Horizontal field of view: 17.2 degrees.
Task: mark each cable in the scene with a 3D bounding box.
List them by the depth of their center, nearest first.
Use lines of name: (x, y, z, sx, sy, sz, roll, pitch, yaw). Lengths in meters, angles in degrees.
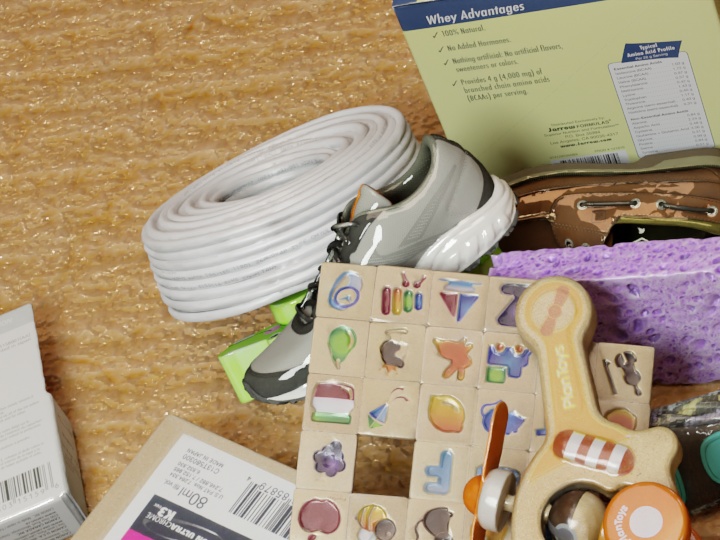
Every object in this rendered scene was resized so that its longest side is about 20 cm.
cable: (-0.046, -0.037, 1.549, 0.198, 0.070, 0.200, -19, 16, 13)

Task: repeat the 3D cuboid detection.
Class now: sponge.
sponge: (0.185, 0.026, 1.411, 0.198, 0.112, 0.030, -4, 51, 21)

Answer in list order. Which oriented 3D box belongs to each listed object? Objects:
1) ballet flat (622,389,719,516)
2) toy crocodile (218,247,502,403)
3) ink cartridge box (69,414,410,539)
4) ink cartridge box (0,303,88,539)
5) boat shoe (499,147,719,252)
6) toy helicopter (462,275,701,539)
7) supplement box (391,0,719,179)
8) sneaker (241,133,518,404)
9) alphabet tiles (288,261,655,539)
ballet flat: (0.189, 0.105, 1.383, 0.199, 0.072, 0.072, -15, 46, 11)
toy crocodile: (0.006, 0.033, 1.501, 0.198, 0.068, 0.062, -20, 15, 8)
ink cartridge box: (-0.079, 0.195, 1.406, 0.199, 0.075, 0.165, 19, 60, 34)
ink cartridge box: (-0.287, 0.131, 1.576, 0.199, 0.044, 0.174, -22, 45, 5)
boat shoe: (0.147, -0.025, 1.499, 0.198, 0.072, 0.068, -15, 45, 12)
toy helicopter: (0.111, 0.099, 1.321, 0.131, 0.079, 0.202, -14, 63, 12)
supplement box: (0.146, -0.159, 1.528, 0.198, 0.200, 0.135, -7, 48, 18)
sneaker: (0.000, 0.000, 1.427, 0.200, 0.079, 0.074, -44, 21, -2)
alphabet tiles: (0.066, 0.084, 1.360, 0.198, 0.008, 0.169, 5, 75, 7)
